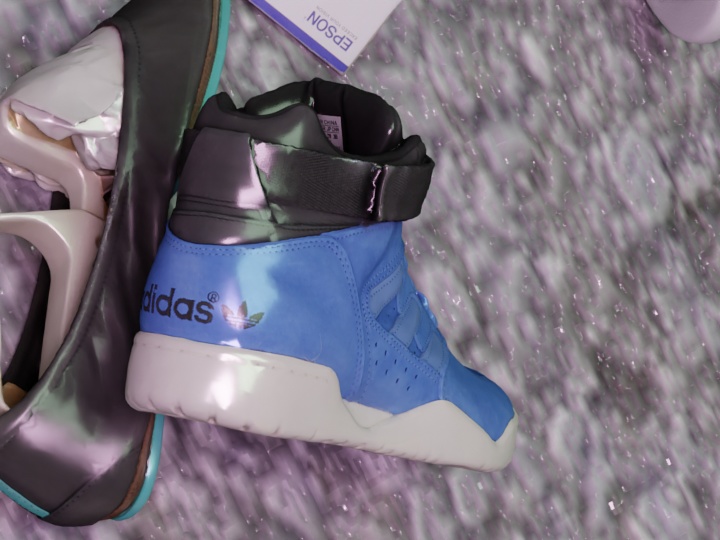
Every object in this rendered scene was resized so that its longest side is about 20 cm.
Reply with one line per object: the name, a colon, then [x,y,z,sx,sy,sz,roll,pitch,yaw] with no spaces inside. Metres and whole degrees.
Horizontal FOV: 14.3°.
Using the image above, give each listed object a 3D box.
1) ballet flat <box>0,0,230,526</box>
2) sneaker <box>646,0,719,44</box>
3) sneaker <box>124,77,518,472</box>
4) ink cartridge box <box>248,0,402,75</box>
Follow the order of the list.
ballet flat: [-0.085,-0.020,0.887,0.068,0.068,0.200,20,58,-24]
sneaker: [0.159,-0.174,1.168,0.099,0.071,0.200,15,57,-31]
sneaker: [0.001,0.000,0.897,0.200,0.077,0.111,16,84,-58]
ink cartridge box: [0.017,-0.177,1.014,0.095,0.037,0.200,37,89,-23]
